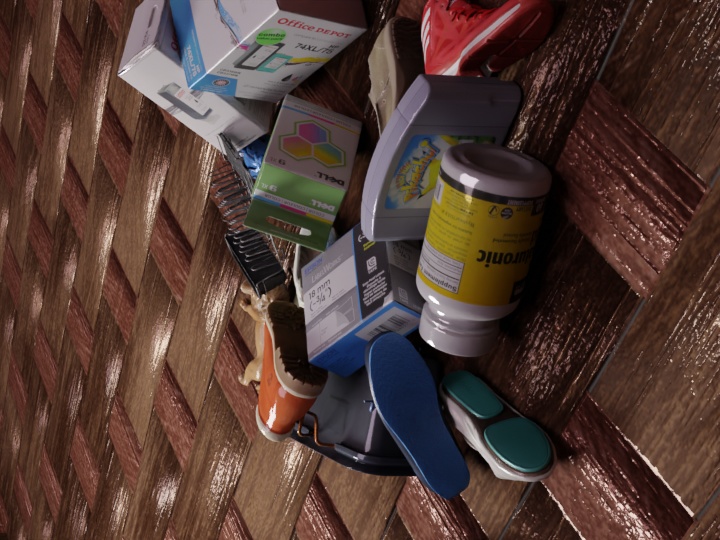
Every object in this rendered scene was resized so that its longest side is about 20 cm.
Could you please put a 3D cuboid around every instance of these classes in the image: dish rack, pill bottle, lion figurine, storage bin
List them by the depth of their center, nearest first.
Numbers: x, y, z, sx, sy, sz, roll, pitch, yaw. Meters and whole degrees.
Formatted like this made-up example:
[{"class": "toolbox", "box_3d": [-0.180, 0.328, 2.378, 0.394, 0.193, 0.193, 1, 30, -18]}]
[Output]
[{"class": "pill bottle", "box_3d": [0.118, -0.019, 1.149, 0.111, 0.111, 0.200, 44, 130, 48]}, {"class": "storage bin", "box_3d": [0.003, 0.153, 1.351, 0.200, 0.145, 0.134, 12, 94, 58]}, {"class": "dish rack", "box_3d": [-0.158, -0.080, 1.510, 0.153, 0.055, 0.200, 49, 159, 54]}, {"class": "lion figurine", "box_3d": [-0.133, 0.096, 1.610, 0.122, 0.072, 0.200, -158, 61, -68]}]

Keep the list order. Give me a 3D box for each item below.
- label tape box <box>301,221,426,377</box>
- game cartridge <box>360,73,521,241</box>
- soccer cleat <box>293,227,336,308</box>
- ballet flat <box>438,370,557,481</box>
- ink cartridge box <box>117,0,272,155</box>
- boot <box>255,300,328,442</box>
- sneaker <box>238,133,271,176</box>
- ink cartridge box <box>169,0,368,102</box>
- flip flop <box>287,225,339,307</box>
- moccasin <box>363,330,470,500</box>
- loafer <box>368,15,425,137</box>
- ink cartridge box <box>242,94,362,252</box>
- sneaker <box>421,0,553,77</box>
[{"class": "label tape box", "box_3d": [0.000, 0.000, 1.300, 0.144, 0.063, 0.200, -37, 43, 34]}, {"class": "game cartridge", "box_3d": [0.076, -0.112, 1.184, 0.040, 0.133, 0.200, 63, 143, 42]}, {"class": "soccer cleat", "box_3d": [-0.053, 0.035, 1.441, 0.069, 0.078, 0.200, -2, 106, 16]}, {"class": "ballet flat", "box_3d": [0.144, 0.176, 1.186, 0.200, 0.069, 0.069, -135, 49, -55]}, {"class": "ink cartridge box", "box_3d": [-0.216, -0.272, 1.531, 0.085, 0.200, 0.146, -28, 41, 32]}, {"class": "boot", "box_3d": [-0.092, 0.115, 1.350, 0.200, 0.075, 0.107, -98, 29, -60]}, {"class": "sneaker", "box_3d": [-0.121, -0.141, 1.562, 0.200, 0.078, 0.066, 35, 122, 50]}, {"class": "ink cartridge box", "box_3d": [-0.118, -0.328, 1.427, 0.200, 0.147, 0.146, -30, 67, 44]}, {"class": "flip flop", "box_3d": [-0.071, 0.012, 1.516, 0.081, 0.058, 0.200, 55, 138, 40]}, {"class": "moccasin", "box_3d": [0.050, 0.159, 1.237, 0.200, 0.080, 0.068, 69, 168, -10]}, {"class": "loafer", "box_3d": [0.050, -0.184, 1.281, 0.068, 0.076, 0.200, -29, 60, 58]}, {"class": "ink cartridge box", "box_3d": [-0.066, -0.120, 1.360, 0.200, 0.104, 0.059, -78, 10, -48]}, {"class": "sneaker", "box_3d": [0.113, -0.256, 1.158, 0.200, 0.078, 0.116, -36, 65, 54]}]
